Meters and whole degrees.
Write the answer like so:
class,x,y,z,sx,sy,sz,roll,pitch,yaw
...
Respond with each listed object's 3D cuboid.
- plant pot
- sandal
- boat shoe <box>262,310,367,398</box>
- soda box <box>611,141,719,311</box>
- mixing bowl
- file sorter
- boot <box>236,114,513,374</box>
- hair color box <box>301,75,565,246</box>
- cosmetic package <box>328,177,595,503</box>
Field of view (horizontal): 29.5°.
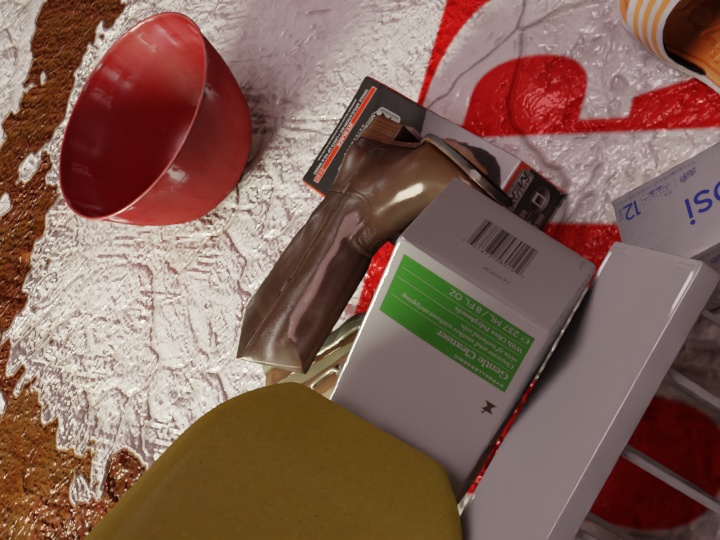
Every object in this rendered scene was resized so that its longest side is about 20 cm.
class,x,y,z,sx,sy,sz,roll,pitch,yaw
plant pot,-0.047,0.187,0.795,0.201,0.193,0.197,-56,-7,-46
sandal,0.233,-0.163,0.892,0.079,0.059,0.207,-51,43,12
boat shoe,0.002,0.079,0.991,0.199,0.075,0.073,-21,58,47
soda box,0.252,-0.047,0.808,0.199,0.063,0.069,-31,48,30
mixing bowl,-0.170,-0.118,1.236,0.199,0.108,0.203,-23,53,35
file sorter,0.160,0.106,0.749,0.202,0.124,0.139,-61,10,1
boot,0.000,0.000,0.933,0.201,0.064,0.186,-54,27,-2
hair color box,0.049,-0.063,1.022,0.199,0.061,0.102,35,94,48
cosmetic package,0.052,0.059,0.848,0.107,0.085,0.201,31,130,11
